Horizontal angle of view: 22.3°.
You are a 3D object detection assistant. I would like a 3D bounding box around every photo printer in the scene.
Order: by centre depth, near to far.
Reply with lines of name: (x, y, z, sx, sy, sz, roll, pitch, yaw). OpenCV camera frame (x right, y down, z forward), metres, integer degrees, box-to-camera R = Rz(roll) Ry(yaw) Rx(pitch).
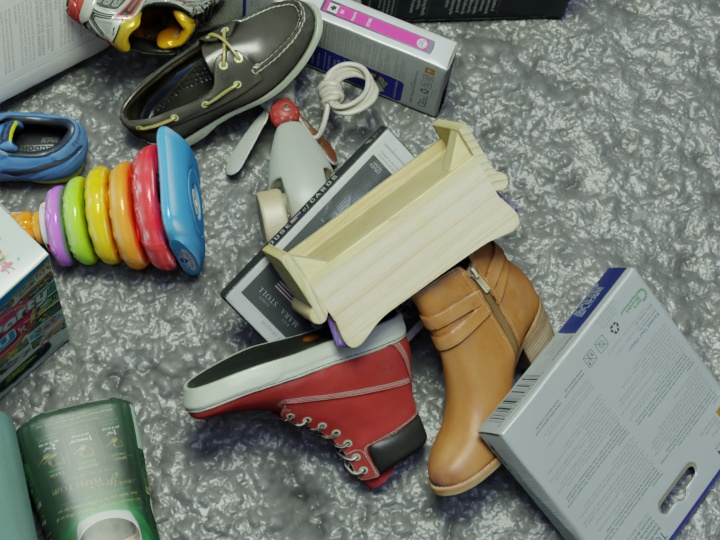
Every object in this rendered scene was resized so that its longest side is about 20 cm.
photo printer: (-0.288, -0.240, 1.606, 0.199, 0.167, 0.069, -32, 62, -27)

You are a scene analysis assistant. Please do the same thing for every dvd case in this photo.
dvd case: (0.000, 0.000, 1.564, 0.200, 0.025, 0.150, -46, 109, -4)

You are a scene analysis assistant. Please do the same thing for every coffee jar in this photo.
coffee jar: (-0.212, 0.212, 1.493, 0.103, 0.085, 0.202, -11, 70, -16)

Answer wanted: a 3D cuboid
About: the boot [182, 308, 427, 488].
boot: (-0.043, 0.128, 1.528, 0.198, 0.072, 0.146, -15, 105, -15)

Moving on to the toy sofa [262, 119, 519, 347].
toy sofa: (0.026, -0.030, 1.508, 0.199, 0.083, 0.098, -37, 105, -8)

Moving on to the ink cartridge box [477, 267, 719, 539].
ink cartridge box: (0.221, 0.135, 1.562, 0.200, 0.040, 0.200, -48, 111, -22)

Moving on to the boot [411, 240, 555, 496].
boot: (0.082, 0.072, 1.537, 0.073, 0.155, 0.201, 0, 49, 40)

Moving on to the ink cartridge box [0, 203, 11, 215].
ink cartridge box: (-0.406, -0.020, 1.510, 0.145, 0.087, 0.201, 36, 87, 39)

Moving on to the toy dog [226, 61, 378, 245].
toy dog: (-0.056, -0.090, 1.634, 0.130, 0.097, 0.201, 6, 54, 1)

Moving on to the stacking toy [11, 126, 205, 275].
stacking toy: (-0.238, -0.045, 1.590, 0.198, 0.116, 0.111, -8, 67, 4)

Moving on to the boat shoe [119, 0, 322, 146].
boat shoe: (-0.123, -0.175, 1.609, 0.200, 0.060, 0.072, -35, 60, 18)

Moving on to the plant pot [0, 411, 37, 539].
plant pot: (-0.335, 0.219, 1.430, 0.198, 0.201, 0.198, -9, 64, -8)

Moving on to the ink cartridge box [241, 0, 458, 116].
ink cartridge box: (-0.012, -0.208, 1.664, 0.198, 0.095, 0.037, 20, 68, 3)

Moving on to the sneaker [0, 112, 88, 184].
sneaker: (-0.340, -0.110, 1.610, 0.198, 0.079, 0.067, -5, 72, -5)

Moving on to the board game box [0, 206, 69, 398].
board game box: (-0.317, 0.051, 1.484, 0.064, 0.200, 0.147, 43, 72, 13)

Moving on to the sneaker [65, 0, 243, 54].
sneaker: (-0.167, -0.226, 1.633, 0.199, 0.078, 0.082, -17, 53, -46)

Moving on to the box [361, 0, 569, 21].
box: (0.096, -0.348, 1.714, 0.194, 0.124, 0.202, -2, 70, -8)
